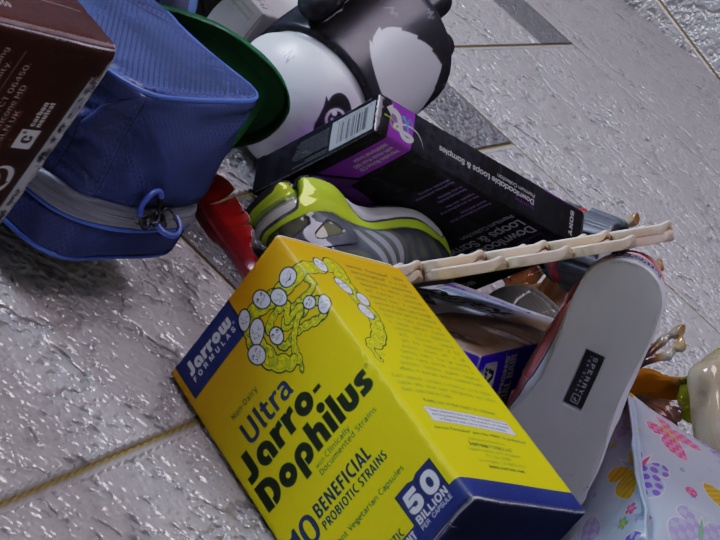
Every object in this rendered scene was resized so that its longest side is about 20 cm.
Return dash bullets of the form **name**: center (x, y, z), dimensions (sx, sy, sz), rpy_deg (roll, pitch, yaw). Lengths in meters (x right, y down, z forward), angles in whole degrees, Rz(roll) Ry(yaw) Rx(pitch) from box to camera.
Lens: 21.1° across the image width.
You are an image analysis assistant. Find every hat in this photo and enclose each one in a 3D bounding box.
- **hat**: center (-0.138, -0.054, 1.201), dimensions (0.165, 0.200, 0.177), rpy_deg (23, 65, -20)

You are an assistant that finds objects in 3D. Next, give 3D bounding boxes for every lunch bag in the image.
- **lunch bag**: center (0.200, 0.176, 1.202), dimensions (0.169, 0.127, 0.200), rpy_deg (31, 31, -16)
- **lunch bag**: center (-0.165, -0.088, 1.098), dimensions (0.200, 0.133, 0.136), rpy_deg (43, 23, 25)

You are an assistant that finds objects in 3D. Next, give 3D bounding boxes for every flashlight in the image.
- **flashlight**: center (0.107, -0.037, 1.493), dimensions (0.199, 0.068, 0.068), rpy_deg (19, -35, 28)

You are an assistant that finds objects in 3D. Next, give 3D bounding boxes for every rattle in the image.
- **rattle**: center (0.269, 0.166, 1.498), dimensions (0.130, 0.142, 0.201), rpy_deg (-30, 104, -70)

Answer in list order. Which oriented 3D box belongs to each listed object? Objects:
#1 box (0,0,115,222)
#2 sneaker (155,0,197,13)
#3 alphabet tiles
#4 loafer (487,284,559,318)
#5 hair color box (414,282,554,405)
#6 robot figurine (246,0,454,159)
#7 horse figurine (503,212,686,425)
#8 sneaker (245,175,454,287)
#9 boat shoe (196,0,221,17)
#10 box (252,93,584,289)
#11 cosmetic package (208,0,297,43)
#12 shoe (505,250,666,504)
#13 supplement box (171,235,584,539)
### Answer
- **box**: center (-0.262, -0.120, 0.938), dimensions (0.200, 0.166, 0.164), rpy_deg (50, 23, 26)
- **sneaker**: center (-0.139, -0.207, 1.295), dimensions (0.082, 0.074, 0.200), rpy_deg (26, 20, -35)
- **alphabet tiles**: center (0.089, -0.008, 1.204), dimensions (0.196, 0.199, 0.015), rpy_deg (171, -90, -81)
- **loafer**: center (0.134, 0.092, 1.375), dimensions (0.200, 0.072, 0.063), rpy_deg (-115, -170, -49)
- **hair color box**: center (0.061, 0.056, 1.247), dimensions (0.109, 0.065, 0.200), rpy_deg (20, 13, 23)
- **robot figurine**: center (-0.009, -0.151, 1.457), dimensions (0.200, 0.125, 0.151), rpy_deg (-42, 103, -37)
- **horse figurine**: center (0.181, 0.046, 1.488), dimensions (0.050, 0.132, 0.201), rpy_deg (44, 24, -47)
- **sneaker**: center (0.000, 0.000, 1.327), dimensions (0.200, 0.074, 0.081), rpy_deg (14, 49, -50)
- **boat shoe**: center (-0.131, -0.232, 1.435), dimensions (0.074, 0.200, 0.076), rpy_deg (27, -28, 18)
- **box**: center (0.042, -0.048, 1.391), dimensions (0.199, 0.143, 0.036), rpy_deg (26, 58, -31)
- **cosmetic package**: center (-0.076, -0.195, 1.571), dimensions (0.108, 0.085, 0.200), rpy_deg (50, 20, 23)
- **shoe**: center (0.129, 0.079, 1.183), dimensions (0.071, 0.201, 0.091), rpy_deg (28, 10, 9)
- **supplement box**: center (0.006, 0.092, 1.049), dimensions (0.109, 0.109, 0.200), rpy_deg (15, 30, -50)
